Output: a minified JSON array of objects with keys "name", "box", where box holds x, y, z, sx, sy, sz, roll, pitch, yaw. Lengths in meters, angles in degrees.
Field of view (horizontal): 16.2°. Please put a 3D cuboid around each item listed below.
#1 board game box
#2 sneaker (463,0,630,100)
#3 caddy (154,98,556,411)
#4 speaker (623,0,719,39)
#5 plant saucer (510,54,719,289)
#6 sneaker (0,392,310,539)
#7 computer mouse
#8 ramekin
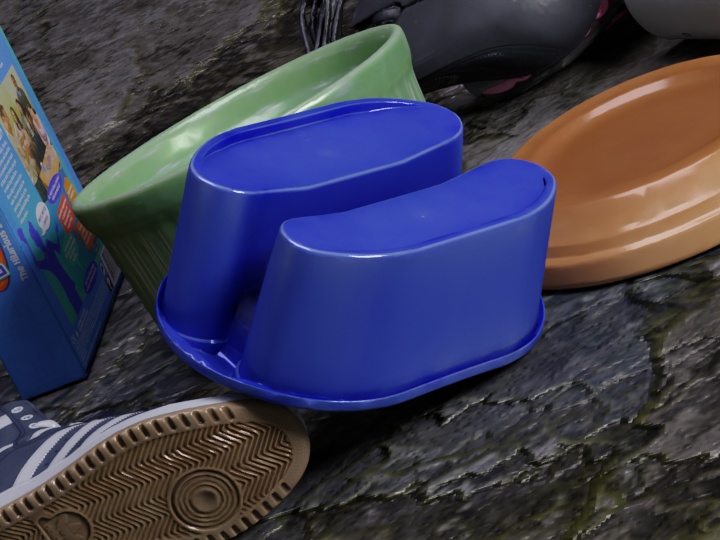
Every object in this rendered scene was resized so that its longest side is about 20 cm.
[{"name":"board game box","box":[-0.205,-0.048,1.436,0.045,0.201,0.152,-20,20,12]},{"name":"sneaker","box":[0.144,-0.170,1.527,0.200,0.095,0.079,-43,60,3]},{"name":"caddy","box":[0.000,0.000,1.169,0.199,0.105,0.141,-17,39,-39]},{"name":"speaker","box":[0.232,-0.166,1.387,0.081,0.082,0.200,-35,22,-24]},{"name":"plant saucer","box":[0.149,-0.057,1.278,0.199,0.038,0.200,-22,21,9]},{"name":"sneaker","box":[-0.116,0.091,1.175,0.199,0.070,0.109,-25,22,10]},{"name":"computer mouse","box":[0.044,-0.145,1.486,0.199,0.053,0.139,-17,65,25]},{"name":"ramekin","box":[-0.044,-0.041,1.340,0.199,0.098,0.200,-27,11,6]}]
